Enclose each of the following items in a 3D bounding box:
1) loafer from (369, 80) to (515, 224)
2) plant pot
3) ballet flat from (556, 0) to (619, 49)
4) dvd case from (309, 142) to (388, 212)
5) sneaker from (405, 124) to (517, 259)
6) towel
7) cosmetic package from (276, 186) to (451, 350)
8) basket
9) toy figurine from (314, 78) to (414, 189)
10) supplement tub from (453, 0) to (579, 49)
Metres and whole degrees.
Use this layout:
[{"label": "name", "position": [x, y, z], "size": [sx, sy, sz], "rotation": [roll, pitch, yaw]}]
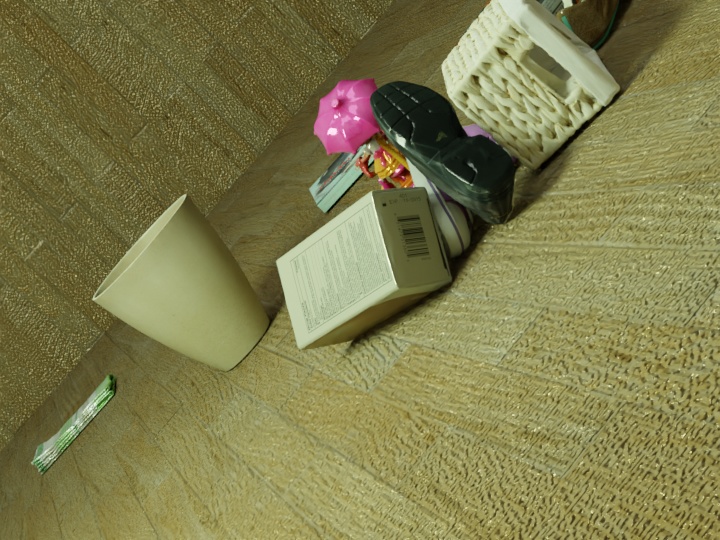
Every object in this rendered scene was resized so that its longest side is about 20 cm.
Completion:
[{"label": "loafer", "position": [0.077, -0.115, 1.513], "size": [0.072, 0.073, 0.200], "rotation": [-31, 51, -15]}, {"label": "plant pot", "position": [-0.223, 0.034, 2.061], "size": [0.187, 0.200, 0.188], "rotation": [-46, 12, 12]}, {"label": "ballet flat", "position": [0.270, -0.326, 1.758], "size": [0.068, 0.072, 0.201], "rotation": [-34, 18, 48]}, {"label": "dvd case", "position": [-0.021, -0.162, 2.421], "size": [0.146, 0.022, 0.200], "rotation": [-47, 12, 4]}, {"label": "sneaker", "position": [0.112, -0.094, 1.583], "size": [0.113, 0.073, 0.201], "rotation": [-18, 36, 4]}, {"label": "towel", "position": [-0.524, 0.275, 2.809], "size": [0.200, 0.031, 0.149], "rotation": [-48, 12, -1]}, {"label": "cosmetic package", "position": [0.000, 0.000, 1.557], "size": [0.070, 0.106, 0.200], "rotation": [-7, -14, -34]}, {"label": "basket", "position": [0.168, -0.202, 1.578], "size": [0.124, 0.135, 0.200], "rotation": [-48, 11, 15]}, {"label": "toy figurine", "position": [0.027, -0.141, 1.759], "size": [0.150, 0.184, 0.200], "rotation": [-47, 11, -1]}, {"label": "supplement tub", "position": [0.203, -0.300, 1.836], "size": [0.201, 0.107, 0.107], "rotation": [-53, 12, -22]}]
